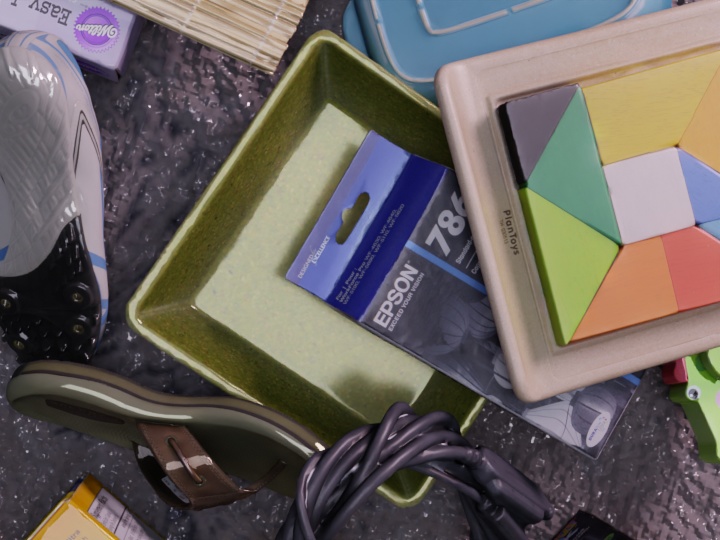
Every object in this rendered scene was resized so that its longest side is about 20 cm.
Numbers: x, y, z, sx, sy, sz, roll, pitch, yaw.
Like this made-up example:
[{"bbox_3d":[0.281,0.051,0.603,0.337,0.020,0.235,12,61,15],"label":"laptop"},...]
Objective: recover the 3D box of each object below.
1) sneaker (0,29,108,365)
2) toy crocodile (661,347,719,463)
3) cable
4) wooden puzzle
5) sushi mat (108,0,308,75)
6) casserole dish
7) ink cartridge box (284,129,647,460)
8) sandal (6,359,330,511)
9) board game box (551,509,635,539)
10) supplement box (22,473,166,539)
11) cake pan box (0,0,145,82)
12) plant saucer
[{"bbox_3d":[-0.170,-0.034,0.801,0.072,0.072,0.200,4,113,12],"label":"sneaker"},{"bbox_3d":[0.195,0.013,0.841,0.062,0.068,0.200,-5,88,-5],"label":"toy crocodile"},{"bbox_3d":[0.015,0.155,0.789,0.163,0.051,0.200,-49,136,4],"label":"cable"},{"bbox_3d":[0.152,-0.042,0.774,0.200,0.037,0.185,-15,92,-14],"label":"wooden puzzle"},{"bbox_3d":[-0.119,-0.191,0.793,0.200,0.012,0.096,24,86,-6],"label":"sushi mat"},{"bbox_3d":[0.082,-0.162,0.818,0.200,0.039,0.121,-17,86,11],"label":"casserole dish"},{"bbox_3d":[0.068,0.014,0.793,0.200,0.039,0.100,29,88,-10],"label":"ink cartridge box"},{"bbox_3d":[-0.104,0.104,0.805,0.201,0.080,0.057,13,59,4],"label":"sandal"},{"bbox_3d":[0.196,0.225,0.790,0.200,0.165,0.057,41,84,-3],"label":"board game box"},{"bbox_3d":[-0.117,0.221,0.792,0.200,0.109,0.110,42,86,-3],"label":"supplement box"},{"bbox_3d":[-0.190,-0.226,0.817,0.200,0.052,0.185,22,90,-6],"label":"cake pan box"},{"bbox_3d":[0.000,0.000,0.830,0.200,0.048,0.200,34,86,-7],"label":"plant saucer"}]
